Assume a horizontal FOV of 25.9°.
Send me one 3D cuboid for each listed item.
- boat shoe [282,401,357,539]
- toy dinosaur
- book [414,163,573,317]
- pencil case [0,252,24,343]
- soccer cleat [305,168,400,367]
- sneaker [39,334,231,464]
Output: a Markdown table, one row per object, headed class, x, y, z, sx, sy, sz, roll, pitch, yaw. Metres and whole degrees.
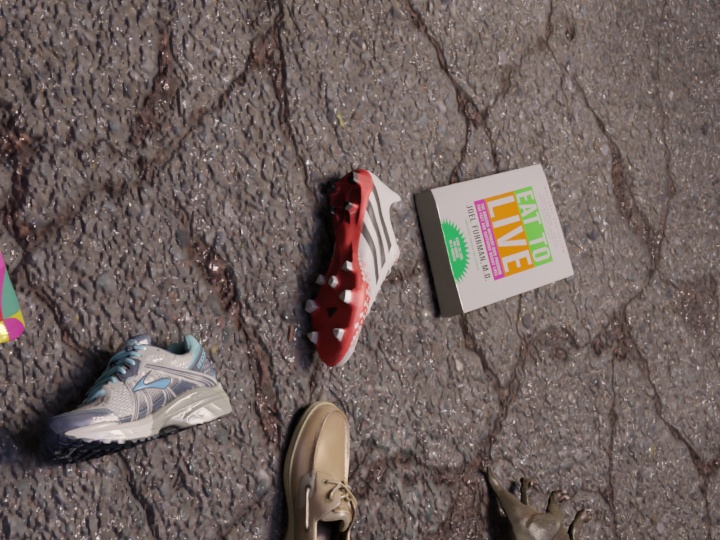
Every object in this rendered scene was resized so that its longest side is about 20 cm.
| class | x | y | z | sx | sy | sz | roll | pitch | yaw |
| --- | --- | --- | --- | --- | --- | --- | --- | --- | --- |
| boat shoe | -0.032 | 0.222 | 1.451 | 0.072 | 0.064 | 0.203 | 25 | 67 | -44 |
| toy dinosaur | 0.199 | 0.289 | 1.697 | 0.201 | 0.076 | 0.103 | 60 | 34 | -30 |
| book | 0.144 | -0.036 | 1.706 | 0.199 | 0.048 | 0.135 | -17 | 94 | -47 |
| pencil case | -0.312 | -0.030 | 1.158 | 0.088 | 0.088 | 0.203 | -26 | 107 | -47 |
| soccer cleat | 0.000 | 0.000 | 1.517 | 0.085 | 0.068 | 0.203 | 23 | 63 | -40 |
| sneaker | -0.195 | 0.103 | 1.290 | 0.199 | 0.077 | 0.087 | -12 | 82 | -55 |
